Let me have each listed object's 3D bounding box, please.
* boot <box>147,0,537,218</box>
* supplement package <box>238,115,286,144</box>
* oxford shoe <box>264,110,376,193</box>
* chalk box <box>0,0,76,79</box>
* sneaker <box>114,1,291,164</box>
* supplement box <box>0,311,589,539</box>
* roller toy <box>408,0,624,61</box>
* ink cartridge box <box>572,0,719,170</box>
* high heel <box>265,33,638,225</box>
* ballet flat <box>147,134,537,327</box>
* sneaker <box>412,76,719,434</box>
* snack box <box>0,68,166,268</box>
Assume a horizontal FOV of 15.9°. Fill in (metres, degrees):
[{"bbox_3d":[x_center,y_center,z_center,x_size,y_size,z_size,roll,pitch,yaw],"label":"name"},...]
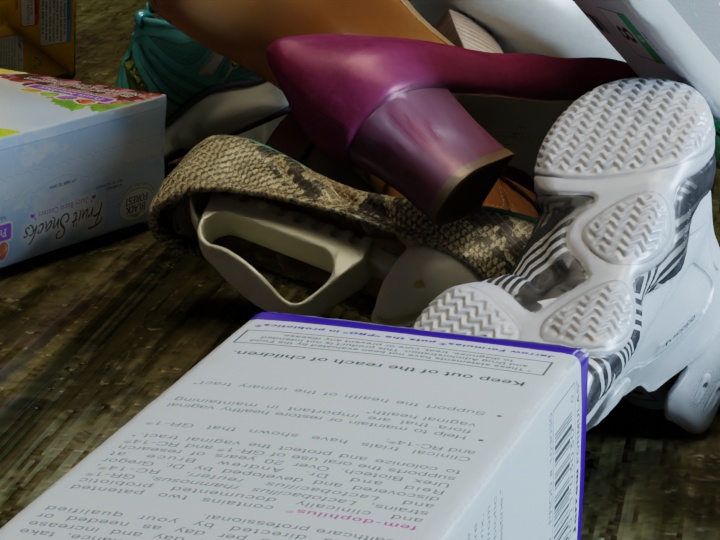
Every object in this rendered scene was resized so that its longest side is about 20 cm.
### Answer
[{"bbox_3d":[0.004,-0.071,1.128,0.200,0.074,0.155,16,38,-27],"label":"boot"},{"bbox_3d":[0.015,-0.137,1.436,0.200,0.120,0.121,-5,15,-25],"label":"supplement package"},{"bbox_3d":[0.009,-0.048,1.251,0.075,0.071,0.200,29,23,10],"label":"oxford shoe"},{"bbox_3d":[-0.282,-0.181,1.550,0.200,0.125,0.124,15,20,36],"label":"chalk box"},{"bbox_3d":[-0.088,-0.100,1.292,0.200,0.080,0.077,-20,7,41],"label":"sneaker"},{"bbox_3d":[-0.012,0.088,0.650,0.103,0.101,0.200,6,15,14],"label":"supplement box"},{"bbox_3d":[0.076,-0.167,1.284,0.182,0.140,0.200,23,-11,-1],"label":"roller toy"},{"bbox_3d":[0.125,-0.083,1.033,0.050,0.161,0.200,-46,22,-5],"label":"ink cartridge box"},{"bbox_3d":[0.047,-0.076,1.037,0.096,0.067,0.200,42,25,16],"label":"high heel"},{"bbox_3d":[0.000,0.000,1.047,0.200,0.068,0.075,19,41,24],"label":"ballet flat"},{"bbox_3d":[0.080,0.035,0.919,0.075,0.115,0.200,11,52,30],"label":"sneaker"},{"bbox_3d":[-0.218,-0.054,1.202,0.200,0.068,0.169,10,17,30],"label":"snack box"}]
